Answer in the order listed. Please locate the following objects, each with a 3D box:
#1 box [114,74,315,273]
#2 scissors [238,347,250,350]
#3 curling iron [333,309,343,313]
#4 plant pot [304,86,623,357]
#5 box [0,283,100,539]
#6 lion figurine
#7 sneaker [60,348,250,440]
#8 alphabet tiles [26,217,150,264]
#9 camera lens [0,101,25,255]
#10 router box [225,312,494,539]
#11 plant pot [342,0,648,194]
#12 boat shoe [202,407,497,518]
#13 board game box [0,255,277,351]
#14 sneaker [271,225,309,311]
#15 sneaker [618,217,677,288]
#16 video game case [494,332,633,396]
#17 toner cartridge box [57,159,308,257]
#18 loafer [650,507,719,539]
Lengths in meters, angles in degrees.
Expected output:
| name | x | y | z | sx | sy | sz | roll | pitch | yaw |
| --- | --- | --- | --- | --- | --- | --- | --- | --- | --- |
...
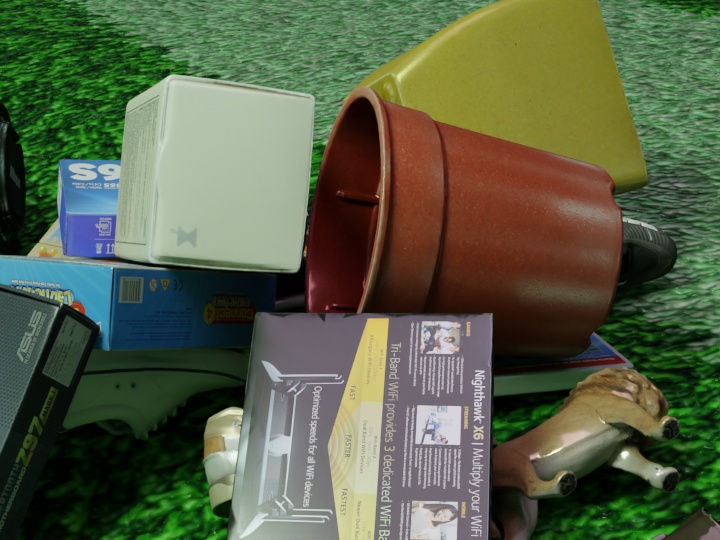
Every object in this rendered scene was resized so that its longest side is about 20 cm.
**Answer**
| name | x | y | z | sx | sy | sz | roll | pitch | yaw |
| --- | --- | --- | --- | --- | --- | --- | --- | --- | --- |
| box | -0.112 | -0.066 | 1.095 | 0.108 | 0.129 | 0.200 | 5 | 1 | -17 |
| scissors | -0.003 | 0.069 | 1.152 | 0.198 | 0.014 | 0.073 | 10 | 22 | 8 |
| curling iron | 0.000 | 0.000 | 1.241 | 0.049 | 0.026 | 0.200 | -12 | 17 | 18 |
| plant pot | 0.077 | -0.020 | 1.102 | 0.194 | 0.202 | 0.201 | 8 | 22 | -16 |
| box | -0.271 | 0.102 | 0.940 | 0.157 | 0.201 | 0.051 | 13 | -16 | 30 |
| lion figurine | 0.135 | 0.124 | 0.993 | 0.199 | 0.073 | 0.122 | -18 | 22 | -23 |
| sneaker | -0.163 | 0.088 | 1.096 | 0.073 | 0.071 | 0.199 | 4 | 1 | 44 |
| alphabet tiles | -0.223 | 0.014 | 1.243 | 0.165 | 0.006 | 0.200 | 11 | 49 | 25 |
| camera lens | -0.416 | -0.081 | 1.362 | 0.198 | 0.161 | 0.160 | -2 | 24 | -2 |
| router box | 0.004 | 0.121 | 0.916 | 0.156 | 0.052 | 0.201 | 0 | 55 | 7 |
| plant pot | 0.101 | -0.130 | 1.328 | 0.199 | 0.196 | 0.195 | -16 | 0 | -25 |
| boat shoe | -0.007 | 0.112 | 0.998 | 0.198 | 0.075 | 0.069 | -8 | 65 | -13 |
| board game box | -0.195 | 0.021 | 1.077 | 0.195 | 0.056 | 0.200 | 4 | 0 | 30 |
| sneaker | -0.114 | -0.004 | 1.279 | 0.198 | 0.076 | 0.090 | -1 | 19 | 3 |
| sneaker | 0.186 | -0.004 | 1.251 | 0.199 | 0.067 | 0.091 | 3 | 23 | -18 |
| video game case | 0.109 | 0.047 | 1.202 | 0.142 | 0.018 | 0.200 | -3 | 23 | -22 |
| toner cartridge box | -0.150 | -0.052 | 1.241 | 0.198 | 0.043 | 0.095 | 0 | 32 | -16 |
| loafer | 0.194 | 0.173 | 0.877 | 0.199 | 0.072 | 0.073 | -12 | 26 | -21 |
